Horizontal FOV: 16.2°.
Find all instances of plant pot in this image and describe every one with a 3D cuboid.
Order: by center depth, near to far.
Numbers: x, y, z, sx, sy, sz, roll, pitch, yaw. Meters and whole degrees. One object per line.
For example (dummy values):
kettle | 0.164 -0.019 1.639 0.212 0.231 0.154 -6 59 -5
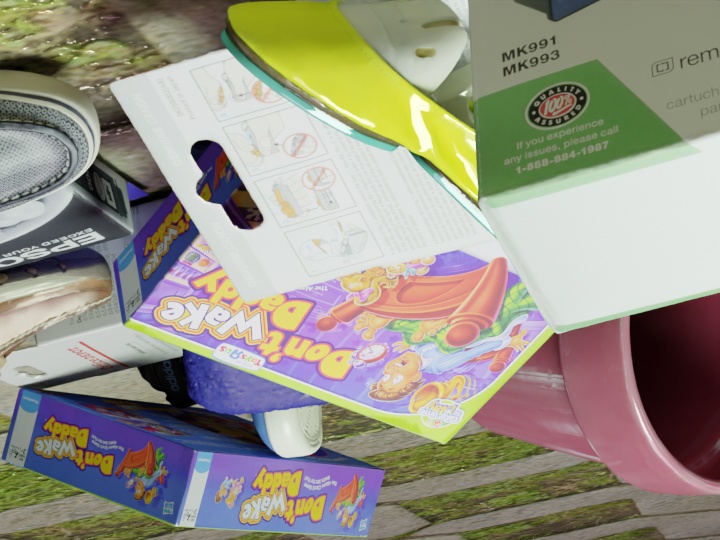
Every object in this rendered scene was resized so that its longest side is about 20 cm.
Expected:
plant pot | 0.155 0.038 1.549 0.179 0.201 0.199 -4 175 44

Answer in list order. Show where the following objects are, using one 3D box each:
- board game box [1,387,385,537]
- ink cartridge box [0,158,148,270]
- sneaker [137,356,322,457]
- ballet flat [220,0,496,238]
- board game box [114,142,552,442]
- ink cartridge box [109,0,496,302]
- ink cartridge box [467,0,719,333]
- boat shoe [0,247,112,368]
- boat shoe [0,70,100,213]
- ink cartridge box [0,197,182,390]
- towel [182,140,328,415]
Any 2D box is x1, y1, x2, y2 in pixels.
board game box | -0.096 0.115 1.501 0.134 0.045 0.200 17 -178 33
ink cartridge box | -0.222 -0.020 1.279 0.197 0.044 0.200 -14 168 10
sneaker | -0.083 0.060 1.514 0.111 0.077 0.200 -9 -155 3
ballet flat | 0.030 -0.073 1.039 0.200 0.067 0.067 33 107 -37
board game box | 0.000 0.000 1.239 0.199 0.045 0.135 22 126 -31
ink cartridge box | 0.013 -0.072 1.111 0.199 0.057 0.163 -11 138 17
ink cartridge box | 0.116 -0.096 0.895 0.145 0.201 0.088 -15 138 19
boat shoe | -0.224 0.041 1.348 0.199 0.072 0.076 -18 -162 0
boat shoe | -0.211 -0.026 1.112 0.199 0.093 0.075 -11 129 0
ink cartridge box | -0.116 0.008 1.419 0.199 0.068 0.116 -14 166 9
towel | -0.022 -0.012 1.300 0.147 0.050 0.201 -6 135 -7
